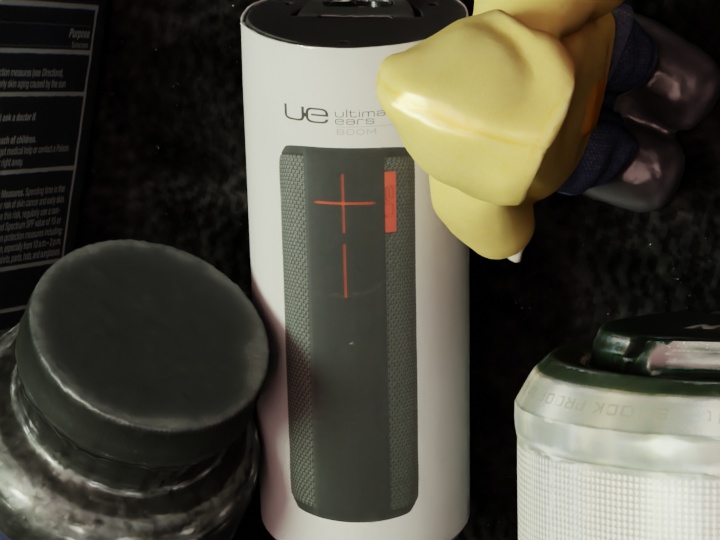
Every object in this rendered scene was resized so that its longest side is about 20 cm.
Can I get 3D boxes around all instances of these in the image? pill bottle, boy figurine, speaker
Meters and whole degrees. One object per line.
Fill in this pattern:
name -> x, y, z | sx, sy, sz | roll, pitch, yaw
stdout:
pill bottle -> -0.102, 0.085, 0.803 | 0.112, 0.112, 0.200 | 40, 136, 14
boy figurine -> 0.064, -0.060, 0.714 | 0.064, 0.200, 0.124 | 27, 100, 17
speaker -> 0.000, 0.000, 0.782 | 0.081, 0.081, 0.200 | 9, 115, 21

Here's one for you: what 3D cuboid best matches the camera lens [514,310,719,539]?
camera lens -> 0.132, 0.118, 0.723 | 0.160, 0.160, 0.200 | 1, 96, 22

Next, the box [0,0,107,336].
box -> -0.203, -0.031, 0.827 | 0.123, 0.200, 0.199 | 13, 99, 21
